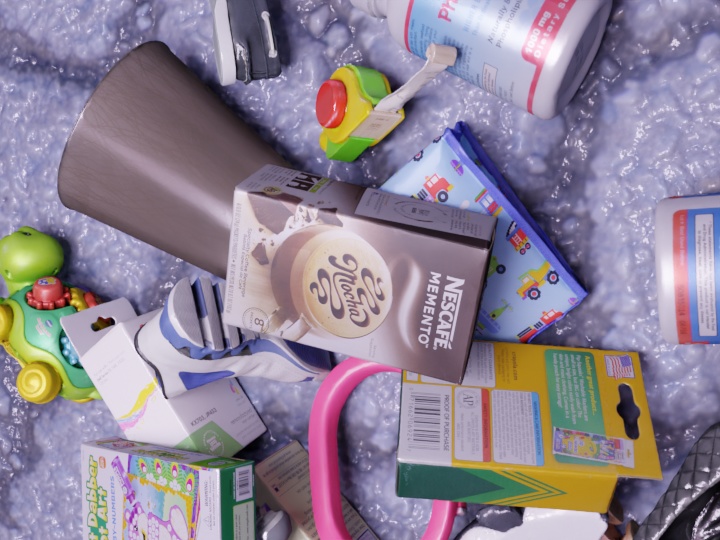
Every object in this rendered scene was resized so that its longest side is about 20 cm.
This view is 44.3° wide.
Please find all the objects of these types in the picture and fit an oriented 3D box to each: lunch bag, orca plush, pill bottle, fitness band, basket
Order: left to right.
[{"bbox_3d":[-0.153,-0.082,0.823,0.198,0.136,0.182,34,94,12],"label":"basket"},{"bbox_3d":[0.021,0.170,0.788,0.141,0.037,0.204,-16,65,25],"label":"fitness band"},{"bbox_3d":[0.087,0.002,0.760,0.150,0.094,0.201,-39,91,20],"label":"lunch bag"},{"bbox_3d":[0.092,-0.212,0.712,0.198,0.108,0.110,30,107,17],"label":"pill bottle"},{"bbox_3d":[0.121,0.235,0.748,0.104,0.071,0.201,33,114,-7],"label":"orca plush"},{"bbox_3d":[0.319,-0.004,0.638,0.196,0.112,0.115,-3,95,24],"label":"pill bottle"}]

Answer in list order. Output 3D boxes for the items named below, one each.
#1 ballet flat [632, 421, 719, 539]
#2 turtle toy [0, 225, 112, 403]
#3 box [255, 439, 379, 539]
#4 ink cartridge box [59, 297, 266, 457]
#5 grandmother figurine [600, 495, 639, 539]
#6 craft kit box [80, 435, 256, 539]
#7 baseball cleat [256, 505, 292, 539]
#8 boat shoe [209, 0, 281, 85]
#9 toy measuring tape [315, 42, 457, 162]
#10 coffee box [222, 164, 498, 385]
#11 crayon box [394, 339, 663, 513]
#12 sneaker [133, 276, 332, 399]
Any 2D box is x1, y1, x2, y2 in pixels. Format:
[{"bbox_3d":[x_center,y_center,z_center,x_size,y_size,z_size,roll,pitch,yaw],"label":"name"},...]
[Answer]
[{"bbox_3d":[0.259,0.209,0.692,0.065,0.057,0.203,26,90,-9],"label":"ballet flat"},{"bbox_3d":[-0.318,0.049,0.915,0.101,0.146,0.201,-39,81,-1],"label":"turtle toy"},{"bbox_3d":[-0.070,0.305,0.851,0.200,0.096,0.176,47,111,12],"label":"box"},{"bbox_3d":[-0.190,0.104,0.862,0.067,0.117,0.202,-35,86,23],"label":"ink cartridge box"},{"bbox_3d":[0.151,0.270,0.774,0.200,0.060,0.122,-43,71,19],"label":"grandmother figurine"},{"bbox_3d":[-0.166,0.254,0.753,0.195,0.048,0.205,-3,89,43],"label":"craft kit box"},{"bbox_3d":[-0.102,0.293,0.782,0.107,0.070,0.200,46,121,6],"label":"baseball cleat"},{"bbox_3d":[-0.114,-0.269,0.822,0.059,0.076,0.205,-6,83,-14],"label":"boat shoe"},{"bbox_3d":[0.014,-0.158,0.750,0.199,0.073,0.075,-35,81,55],"label":"toy measuring tape"},{"bbox_3d":[0.000,0.000,0.692,0.195,0.080,0.115,13,113,10],"label":"coffee box"},{"bbox_3d":[0.128,0.121,0.706,0.195,0.127,0.052,4,133,3],"label":"crayon box"},{"bbox_3d":[-0.126,0.065,0.802,0.114,0.197,0.082,-27,62,33],"label":"sneaker"}]
